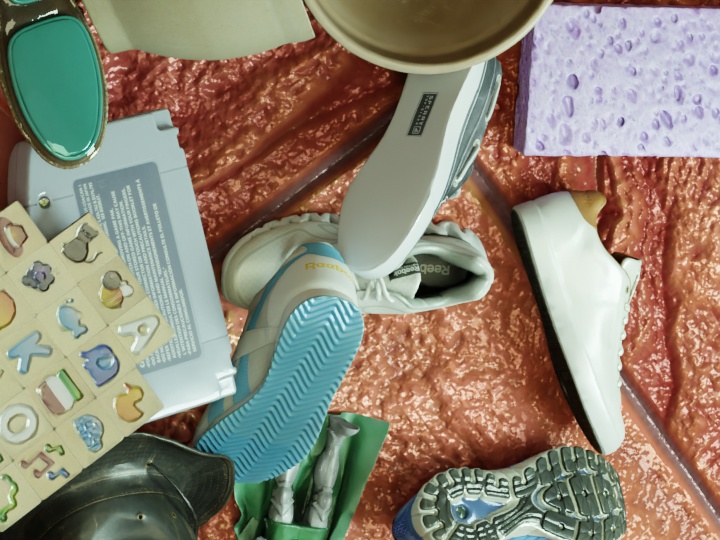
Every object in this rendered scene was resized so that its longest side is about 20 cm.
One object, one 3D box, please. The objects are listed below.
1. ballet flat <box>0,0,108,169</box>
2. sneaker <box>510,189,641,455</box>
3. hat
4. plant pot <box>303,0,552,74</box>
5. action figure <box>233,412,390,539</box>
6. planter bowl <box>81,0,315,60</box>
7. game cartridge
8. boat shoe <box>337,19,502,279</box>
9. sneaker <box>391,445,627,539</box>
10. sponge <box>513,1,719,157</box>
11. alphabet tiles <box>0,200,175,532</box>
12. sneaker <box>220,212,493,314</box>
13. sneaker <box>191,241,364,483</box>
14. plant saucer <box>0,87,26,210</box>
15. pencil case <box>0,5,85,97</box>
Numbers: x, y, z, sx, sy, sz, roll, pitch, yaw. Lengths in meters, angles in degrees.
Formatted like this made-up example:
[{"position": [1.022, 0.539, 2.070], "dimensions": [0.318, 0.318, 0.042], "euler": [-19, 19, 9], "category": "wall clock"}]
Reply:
[{"position": [-0.214, -0.159, 1.459], "dimensions": [0.070, 0.065, 0.201], "euler": [-15, 88, -22], "category": "ballet flat"}, {"position": [0.178, 0.036, 1.668], "dimensions": [0.084, 0.073, 0.201], "euler": [-18, 103, -7], "category": "sneaker"}, {"position": [-0.171, 0.194, 1.556], "dimensions": [0.200, 0.201, 0.081], "euler": [-16, 60, -10], "category": "hat"}, {"position": [0.042, -0.243, 1.566], "dimensions": [0.200, 0.093, 0.202], "euler": [-2, 106, -8], "category": "plant pot"}, {"position": [-0.050, 0.202, 1.659], "dimensions": [0.118, 0.055, 0.201], "euler": [9, 101, -14], "category": "action figure"}, {"position": [-0.128, -0.222, 1.490], "dimensions": [0.134, 0.200, 0.201], "euler": [-22, 105, 1], "category": "planter bowl"}, {"position": [-0.162, 0.002, 1.498], "dimensions": [0.133, 0.041, 0.201], "euler": [-15, 95, -30], "category": "game cartridge"}, {"position": [0.048, -0.076, 1.599], "dimensions": [0.068, 0.072, 0.200], "euler": [42, 62, -48], "category": "boat shoe"}, {"position": [0.110, 0.178, 1.685], "dimensions": [0.199, 0.089, 0.079], "euler": [1, 73, -30], "category": "sneaker"}, {"position": [0.214, -0.140, 1.666], "dimensions": [0.199, 0.030, 0.112], "euler": [0, 101, -14], "category": "sponge"}, {"position": [-0.224, 0.061, 1.441], "dimensions": [0.200, 0.006, 0.167], "euler": [-37, 104, -10], "category": "alphabet tiles"}, {"position": [0.000, 0.000, 1.617], "dimensions": [0.199, 0.081, 0.075], "euler": [-4, 103, -11], "category": "sneaker"}, {"position": [-0.057, 0.070, 1.579], "dimensions": [0.076, 0.081, 0.200], "euler": [20, 125, -22], "category": "sneaker"}, {"position": [-0.265, -0.037, 1.472], "dimensions": [0.200, 0.037, 0.200], "euler": [42, 65, -24], "category": "plant saucer"}, {"position": [-0.281, -0.180, 1.514], "dimensions": [0.200, 0.083, 0.087], "euler": [26, 107, -17], "category": "pencil case"}]
